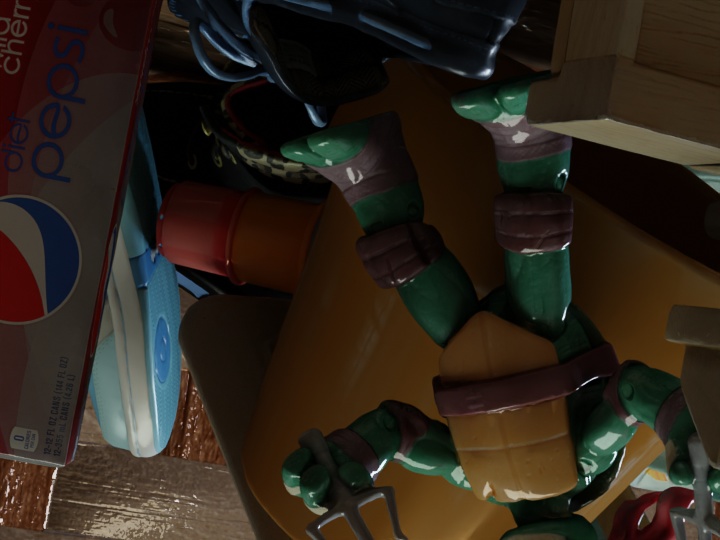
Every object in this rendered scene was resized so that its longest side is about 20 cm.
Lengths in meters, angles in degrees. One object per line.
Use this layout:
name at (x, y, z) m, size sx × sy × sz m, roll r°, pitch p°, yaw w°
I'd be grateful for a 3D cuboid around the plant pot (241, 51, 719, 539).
plant pot at (0.048, 0.030, 0.863) m, size 0.199 × 0.184 × 0.200 m, roll 30°, pitch -165°, yaw -9°

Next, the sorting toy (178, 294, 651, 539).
sorting toy at (0.032, 0.079, 1.002) m, size 0.198 × 0.037 × 0.186 m, roll 1°, pitch -136°, yaw -30°

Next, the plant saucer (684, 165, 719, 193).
plant saucer at (0.163, 0.007, 1.009) m, size 0.198 × 0.028 × 0.201 m, roll 8°, pitch 135°, yaw 8°

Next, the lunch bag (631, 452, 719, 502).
lunch bag at (0.169, 0.034, 1.185) m, size 0.121 × 0.172 × 0.200 m, roll 21°, pitch 174°, yaw -14°

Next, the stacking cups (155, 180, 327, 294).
stacking cups at (0.000, 0.000, 1.008) m, size 0.198 × 0.061 × 0.060 m, roll 9°, pitch 176°, yaw 20°

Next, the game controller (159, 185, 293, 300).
game controller at (-0.122, -0.025, 1.127) m, size 0.199 × 0.042 × 0.104 m, roll 36°, pitch 163°, yaw -8°

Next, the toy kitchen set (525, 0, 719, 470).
toy kitchen set at (0.114, -0.019, 0.680) m, size 0.198 × 0.165 × 0.180 m, roll 12°, pitch 175°, yaw -26°

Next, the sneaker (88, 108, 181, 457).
sneaker at (-0.160, -0.003, 1.048) m, size 0.129 × 0.202 × 0.080 m, roll -7°, pitch -168°, yaw 8°

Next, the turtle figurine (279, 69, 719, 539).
turtle figurine at (0.046, 0.042, 0.715) m, size 0.148 × 0.202 × 0.101 m, roll -15°, pitch -177°, yaw 9°

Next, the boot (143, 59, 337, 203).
boot at (-0.061, -0.072, 1.080) m, size 0.202 × 0.074 × 0.154 m, roll 16°, pitch 169°, yaw 16°

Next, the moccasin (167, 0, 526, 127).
moccasin at (-0.017, -0.088, 0.714) m, size 0.080 × 0.069 × 0.200 m, roll 12°, pitch 176°, yaw -26°

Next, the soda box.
soda box at (-0.118, -0.032, 0.792) m, size 0.063 × 0.202 × 0.070 m, roll 10°, pitch 175°, yaw -4°
